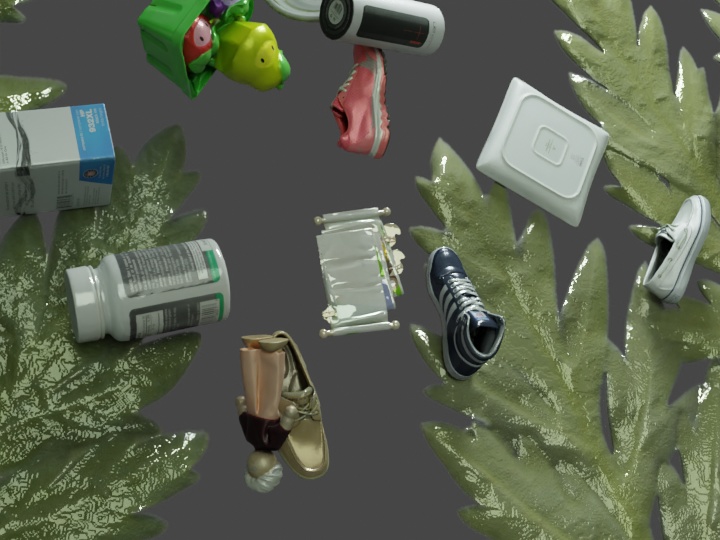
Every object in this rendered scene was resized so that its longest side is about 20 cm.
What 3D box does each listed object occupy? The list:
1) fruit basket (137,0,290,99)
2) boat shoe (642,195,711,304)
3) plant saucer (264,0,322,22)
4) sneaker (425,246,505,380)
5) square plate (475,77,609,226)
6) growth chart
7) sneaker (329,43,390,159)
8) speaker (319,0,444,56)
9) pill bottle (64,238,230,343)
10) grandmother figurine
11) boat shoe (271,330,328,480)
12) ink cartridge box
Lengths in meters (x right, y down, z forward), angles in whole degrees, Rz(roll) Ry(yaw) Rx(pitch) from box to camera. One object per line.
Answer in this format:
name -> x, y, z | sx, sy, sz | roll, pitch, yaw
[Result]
fruit basket -> -0.196, -0.349, 1.436 | 0.212, 0.156, 0.218 | 1, 62, -1
boat shoe -> 0.516, -0.046, 1.595 | 0.066, 0.074, 0.202 | 27, 65, -10
plant saucer -> -0.065, -0.463, 1.545 | 0.197, 0.050, 0.203 | -2, 65, 4
sneaker -> 0.153, 0.048, 1.419 | 0.069, 0.109, 0.203 | -3, 72, -20
square plate -> 0.308, -0.201, 1.608 | 0.196, 0.028, 0.202 | 29, 65, -6
growth chart -> 0.000, 0.000, 1.436 | 0.143, 0.018, 0.203 | 1, 71, -19
sneaker -> -0.005, -0.272, 1.502 | 0.085, 0.074, 0.203 | 1, 71, -17
speaker -> 0.036, -0.378, 1.484 | 0.198, 0.081, 0.082 | -1, 69, -43
pill bottle -> -0.278, 0.028, 1.277 | 0.197, 0.113, 0.115 | -10, 74, -22
grandmother figurine -> -0.129, 0.188, 1.272 | 0.060, 0.121, 0.203 | -2, 95, -31
boat shoe -> -0.088, 0.181, 1.313 | 0.071, 0.065, 0.203 | -12, 75, -22
ink cartridge box -> -0.428, -0.138, 1.269 | 0.197, 0.145, 0.085 | -9, 73, -21
